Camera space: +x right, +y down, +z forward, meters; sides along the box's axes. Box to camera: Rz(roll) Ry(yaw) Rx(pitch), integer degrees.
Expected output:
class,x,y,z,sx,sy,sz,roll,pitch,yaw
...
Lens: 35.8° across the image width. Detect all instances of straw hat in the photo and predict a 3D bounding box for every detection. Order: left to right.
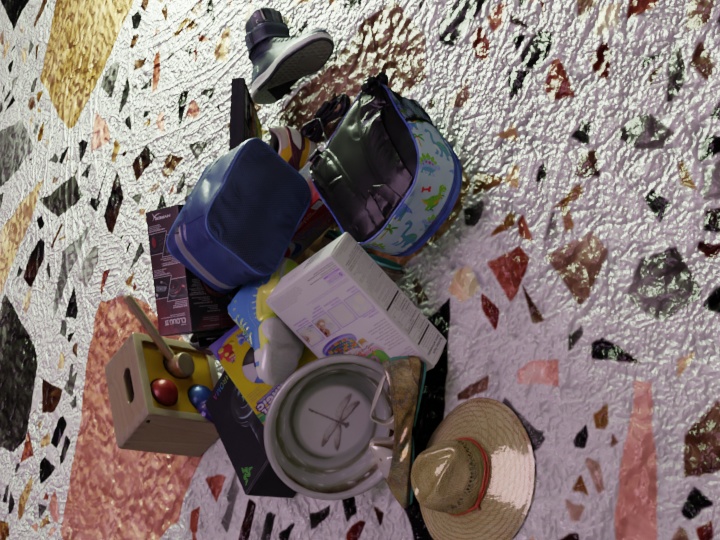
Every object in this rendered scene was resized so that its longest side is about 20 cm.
class,x,y,z,sx,sy,sz,roll,pitch,yaw
straw hat,0.109,0.248,1.342,0.200,0.084,0.204,-19,64,47

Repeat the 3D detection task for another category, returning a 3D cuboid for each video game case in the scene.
class,x,y,z,sx,sy,sz,roll,pitch,yaw
video game case,-0.183,-0.175,1.778,0.025,0.181,0.203,-2,73,4

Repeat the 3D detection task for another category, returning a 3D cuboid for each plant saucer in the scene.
class,x,y,z,sx,sy,sz,roll,pitch,yaw
plant saucer,-0.033,0.198,1.456,0.203,0.198,0.050,-68,21,9

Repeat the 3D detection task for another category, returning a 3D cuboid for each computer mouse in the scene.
class,x,y,z,sx,sy,sz,roll,pitch,yaw
computer mouse,-0.031,-0.166,1.668,0.110,0.043,0.202,-43,50,38

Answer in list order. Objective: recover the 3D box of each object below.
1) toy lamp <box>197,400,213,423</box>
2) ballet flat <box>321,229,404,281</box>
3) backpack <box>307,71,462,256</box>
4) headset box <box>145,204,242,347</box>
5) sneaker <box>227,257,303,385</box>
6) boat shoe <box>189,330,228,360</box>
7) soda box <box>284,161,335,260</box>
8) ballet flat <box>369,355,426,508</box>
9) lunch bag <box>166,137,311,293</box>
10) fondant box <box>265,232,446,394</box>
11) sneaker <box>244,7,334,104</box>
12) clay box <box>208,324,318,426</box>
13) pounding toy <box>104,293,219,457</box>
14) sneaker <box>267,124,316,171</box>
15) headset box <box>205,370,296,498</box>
class,x,y,z,sx,sy,sz,roll,pitch,yaw
toy lamp,-0.185,0.144,1.740,0.201,0.058,0.058,-57,42,7
ballet flat,0.000,0.000,1.572,0.200,0.067,0.068,34,110,60
backpack,0.047,-0.121,1.477,0.184,0.146,0.201,-52,41,24
headset box,-0.226,0.009,1.626,0.074,0.148,0.203,-9,87,37
sneaker,-0.133,0.079,1.521,0.104,0.076,0.202,-21,41,30
boat shoe,-0.206,0.069,1.796,0.200,0.064,0.073,-47,46,31
soda box,-0.097,-0.076,1.646,0.200,0.063,0.071,-41,52,41
ballet flat,0.042,0.203,1.417,0.070,0.070,0.203,24,114,51
lunch bag,-0.171,-0.079,1.550,0.132,0.136,0.202,-19,37,48
fondant box,-0.006,0.066,1.456,0.144,0.200,0.058,-32,15,40
sneaker,-0.121,-0.380,1.816,0.201,0.076,0.148,-27,62,45
clay box,-0.115,0.140,1.534,0.114,0.048,0.200,-38,47,-7
pounding toy,-0.321,0.172,1.811,0.142,0.182,0.202,-45,48,32
sneaker,-0.141,-0.129,1.755,0.075,0.089,0.203,17,92,51
headset box,-0.124,0.209,1.632,0.175,0.092,0.201,-56,44,24
